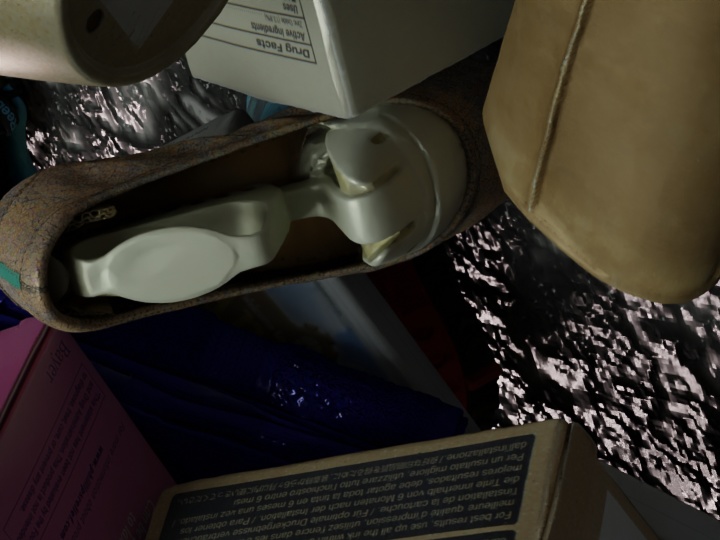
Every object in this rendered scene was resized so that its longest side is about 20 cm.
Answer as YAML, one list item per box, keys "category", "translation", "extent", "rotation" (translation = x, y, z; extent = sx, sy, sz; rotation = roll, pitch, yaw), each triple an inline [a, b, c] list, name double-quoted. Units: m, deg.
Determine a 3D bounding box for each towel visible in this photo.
- category: "towel"
  translation: [-0.073, 0.078, 0.894]
  extent: [0.199, 0.050, 0.148]
  rotation: [20, 127, 3]

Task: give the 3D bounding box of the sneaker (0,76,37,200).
- category: "sneaker"
  translation: [-0.198, -0.102, 1.181]
  extent: [0.082, 0.073, 0.201]
  rotation: [14, 135, 33]

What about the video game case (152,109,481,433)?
- category: "video game case"
  translation: [-0.059, 0.054, 0.917]
  extent: [0.181, 0.022, 0.200]
  rotation: [-24, 114, 30]

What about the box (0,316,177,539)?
- category: "box"
  translation: [-0.139, 0.139, 0.870]
  extent: [0.175, 0.097, 0.200]
  rotation: [-17, 122, 26]

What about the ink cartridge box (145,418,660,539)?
- category: "ink cartridge box"
  translation: [0.040, 0.146, 0.825]
  extent: [0.164, 0.075, 0.200]
  rotation: [-12, 133, 33]

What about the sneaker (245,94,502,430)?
- category: "sneaker"
  translation: [0.000, 0.000, 0.950]
  extent: [0.096, 0.079, 0.201]
  rotation: [-121, 19, -55]

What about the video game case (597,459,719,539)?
- category: "video game case"
  translation: [0.094, 0.135, 0.882]
  extent: [0.143, 0.018, 0.200]
  rotation: [26, 149, -3]

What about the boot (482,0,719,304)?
- category: "boot"
  translation: [0.061, -0.105, 0.738]
  extent: [0.175, 0.066, 0.200]
  rotation: [47, 150, 25]

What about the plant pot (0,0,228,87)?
- category: "plant pot"
  translation: [-0.132, -0.139, 0.748]
  extent: [0.199, 0.187, 0.188]
  rotation: [30, 141, 25]

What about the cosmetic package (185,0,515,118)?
- category: "cosmetic package"
  translation: [-0.024, -0.163, 0.799]
  extent: [0.103, 0.087, 0.201]
  rotation: [20, 131, 50]

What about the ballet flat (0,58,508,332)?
- category: "ballet flat"
  translation: [-0.023, -0.019, 0.808]
  extent: [0.067, 0.199, 0.068]
  rotation: [-132, 26, -70]
